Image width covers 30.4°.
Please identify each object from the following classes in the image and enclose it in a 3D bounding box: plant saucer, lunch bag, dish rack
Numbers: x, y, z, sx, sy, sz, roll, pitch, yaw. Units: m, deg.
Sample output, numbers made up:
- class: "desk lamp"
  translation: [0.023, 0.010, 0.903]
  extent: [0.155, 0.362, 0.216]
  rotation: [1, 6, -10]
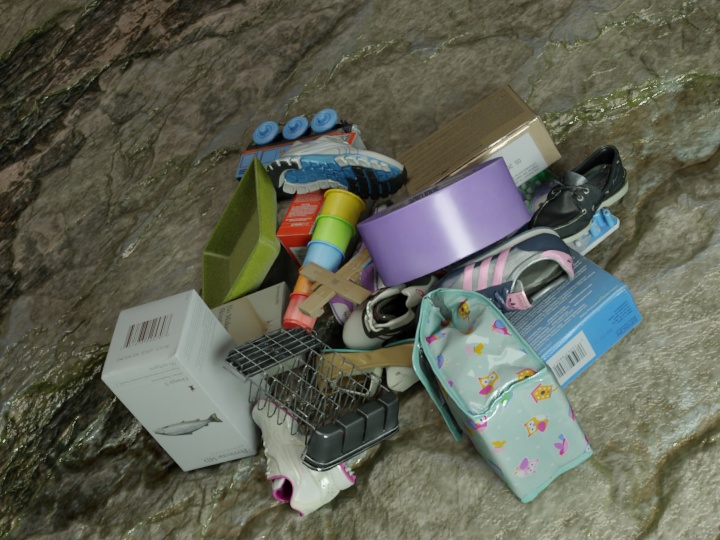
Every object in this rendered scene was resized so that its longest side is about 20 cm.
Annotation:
- class: "plant saucer"
  translation: [-0.168, -0.028, 1.901]
  extent: [0.200, 0.048, 0.200]
  rotation: [-57, 25, 32]
- class: "lunch bag"
  translation: [0.141, 0.127, 1.456]
  extent: [0.122, 0.171, 0.200]
  rotation: [-36, 41, -4]
- class: "dish rack"
  translation: [-0.062, 0.143, 1.585]
  extent: [0.200, 0.055, 0.153]
  rotation: [34, 35, 30]

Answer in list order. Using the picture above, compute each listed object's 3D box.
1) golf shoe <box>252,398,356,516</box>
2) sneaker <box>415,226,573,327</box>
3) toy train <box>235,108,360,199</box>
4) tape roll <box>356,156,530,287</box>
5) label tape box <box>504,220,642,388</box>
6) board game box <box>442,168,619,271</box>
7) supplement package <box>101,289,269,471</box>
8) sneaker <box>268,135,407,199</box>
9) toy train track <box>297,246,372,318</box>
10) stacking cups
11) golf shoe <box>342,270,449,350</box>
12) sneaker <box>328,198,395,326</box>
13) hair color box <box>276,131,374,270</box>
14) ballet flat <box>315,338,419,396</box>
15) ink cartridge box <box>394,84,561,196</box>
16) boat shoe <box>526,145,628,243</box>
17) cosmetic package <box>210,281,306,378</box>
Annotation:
- class: "golf shoe"
  translation: [-0.091, 0.224, 1.610]
  extent: [0.092, 0.075, 0.200]
  rotation: [-45, 37, -9]
- class: "sneaker"
  translation: [0.156, 0.025, 1.537]
  extent: [0.200, 0.070, 0.082]
  rotation: [-34, 34, 5]
- class: "toy train"
  translation: [-0.093, -0.175, 2.040]
  extent: [0.199, 0.087, 0.115]
  rotation: [-8, 53, 27]
- class: "tape roll"
  translation: [0.101, -0.060, 1.624]
  extent: [0.199, 0.085, 0.200]
  rotation: [-25, 5, 2]
- class: "label tape box"
  translation: [0.217, 0.042, 1.582]
  extent: [0.144, 0.063, 0.200]
  rotation: [-40, 36, -6]
- class: "board game box"
  translation: [0.203, -0.048, 1.723]
  extent: [0.200, 0.026, 0.200]
  rotation: [-38, 37, -5]
- class: "supplement package"
  translation: [-0.218, 0.142, 1.685]
  extent: [0.116, 0.200, 0.118]
  rotation: [-17, 40, 22]
- class: "sneaker"
  translation: [-0.024, -0.153, 1.818]
  extent: [0.199, 0.075, 0.087]
  rotation: [8, 46, 24]
- class: "toy train track"
  translation: [0.000, 0.000, 1.714]
  extent: [0.114, 0.033, 0.200]
  rotation: [27, 58, 39]
- class: "stacking cups"
  translation: [-0.049, -0.011, 1.757]
  extent: [0.060, 0.061, 0.201]
  rotation: [-2, 57, 35]
- class: "golf shoe"
  translation: [0.030, 0.051, 1.644]
  extent: [0.200, 0.088, 0.078]
  rotation: [-32, 71, 43]
- class: "sneaker"
  translation: [0.001, -0.011, 1.798]
  extent: [0.114, 0.073, 0.201]
  rotation: [-18, 40, 25]
- class: "hair color box"
  translation: [-0.040, -0.091, 1.889]
  extent: [0.061, 0.102, 0.201]
  rotation: [-2, 47, 32]
- class: "ballet flat"
  translation: [0.030, 0.125, 1.645]
  extent: [0.199, 0.069, 0.063]
  rotation: [-9, 66, 35]
- class: "ink cartridge box"
  translation: [0.155, -0.151, 1.801]
  extent: [0.199, 0.075, 0.165]
  rotation: [-33, 25, 6]
- class: "boat shoe"
  translation: [0.267, -0.096, 1.630]
  extent: [0.074, 0.066, 0.199]
  rotation: [22, 41, 39]
- class: "cosmetic package"
  translation: [-0.175, 0.102, 1.804]
  extent: [0.199, 0.073, 0.104]
  rotation: [-22, 39, 17]
